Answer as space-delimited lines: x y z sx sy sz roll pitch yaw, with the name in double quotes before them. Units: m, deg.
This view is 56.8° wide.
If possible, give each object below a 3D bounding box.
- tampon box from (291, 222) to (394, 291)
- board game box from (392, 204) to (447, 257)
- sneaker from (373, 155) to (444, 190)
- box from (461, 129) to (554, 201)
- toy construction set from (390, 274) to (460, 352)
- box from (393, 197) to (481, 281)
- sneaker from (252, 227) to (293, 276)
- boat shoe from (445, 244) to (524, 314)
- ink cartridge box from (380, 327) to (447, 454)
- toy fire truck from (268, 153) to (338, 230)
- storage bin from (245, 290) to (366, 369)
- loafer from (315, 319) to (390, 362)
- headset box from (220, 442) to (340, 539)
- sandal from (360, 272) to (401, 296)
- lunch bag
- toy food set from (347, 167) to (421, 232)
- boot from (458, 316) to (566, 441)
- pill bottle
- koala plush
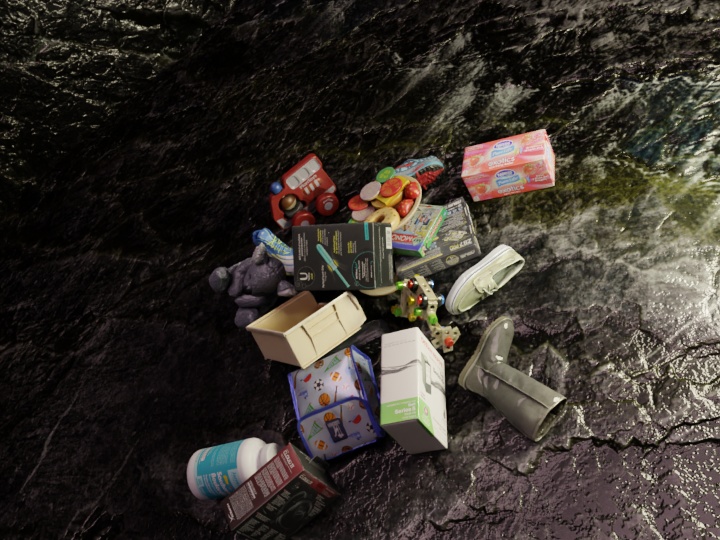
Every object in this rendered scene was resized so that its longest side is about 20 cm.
"tampon box" -0.039 -0.031 1.516 0.199 0.126 0.151 -1 91 22
"board game box" 0.098 -0.103 1.610 0.199 0.029 0.135 10 60 42
"sneaker" 0.125 -0.244 1.754 0.199 0.080 0.096 -15 35 14
"box" 0.350 -0.247 1.576 0.199 0.095 0.103 -8 51 28
"toy construction set" 0.134 0.087 1.434 0.092 0.132 0.200 -9 34 -30
"box" 0.174 -0.071 1.585 0.199 0.049 0.162 -23 44 17
"sneaker" -0.232 -0.054 1.801 0.200 0.105 0.076 26 72 44
"boat shoe" 0.267 0.023 1.430 0.200 0.072 0.062 -44 41 -9
"ink cartridge box" 0.105 0.236 1.310 0.084 0.146 0.201 -16 49 22
"toy fire truck" -0.168 -0.211 1.840 0.200 0.168 0.112 -36 43 3
"storage bin" -0.122 0.123 1.511 0.198 0.094 0.200 -33 16 -29
"loafer" -0.026 0.172 1.511 0.200 0.068 0.071 -25 37 7
"headset box" -0.147 0.442 1.310 0.200 0.149 0.077 -41 44 -1
"sandal" -0.003 0.005 1.625 0.211 0.070 0.078 14 64 40
"lunch bag" -0.047 0.284 1.396 0.169 0.124 0.201 -25 59 15
"toy food set" 0.056 -0.163 1.636 0.200 0.049 0.198 -46 41 -6
"boot" 0.301 0.199 1.263 0.200 0.072 0.182 26 86 51
"pill bottle" -0.264 0.424 1.429 0.199 0.111 0.111 -18 47 22
"koala plush" -0.247 0.020 1.668 0.184 0.178 0.200 -36 2 -32
